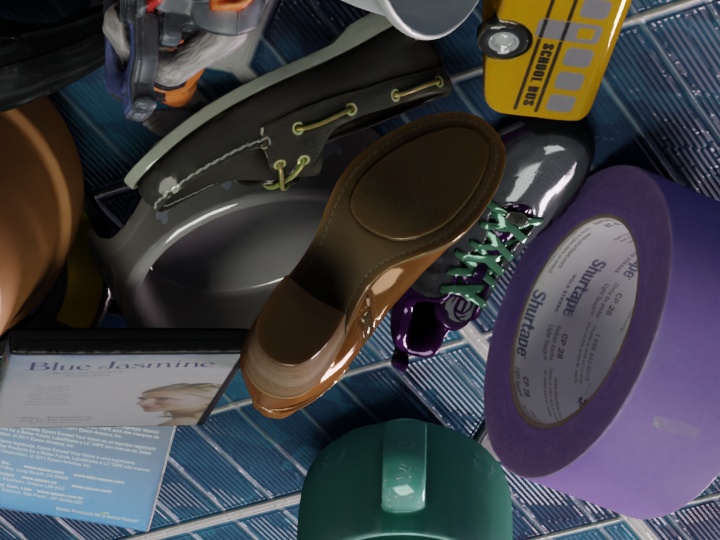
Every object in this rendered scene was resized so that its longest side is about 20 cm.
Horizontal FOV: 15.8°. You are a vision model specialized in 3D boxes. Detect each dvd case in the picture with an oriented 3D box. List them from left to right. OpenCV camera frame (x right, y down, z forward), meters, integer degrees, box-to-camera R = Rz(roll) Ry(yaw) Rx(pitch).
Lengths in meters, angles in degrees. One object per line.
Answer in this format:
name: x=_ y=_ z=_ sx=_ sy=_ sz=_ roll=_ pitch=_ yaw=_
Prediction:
dvd case: x=-0.152 y=0.068 z=1.592 sx=0.142 sy=0.018 sz=0.200 roll=1 pitch=164 yaw=-12

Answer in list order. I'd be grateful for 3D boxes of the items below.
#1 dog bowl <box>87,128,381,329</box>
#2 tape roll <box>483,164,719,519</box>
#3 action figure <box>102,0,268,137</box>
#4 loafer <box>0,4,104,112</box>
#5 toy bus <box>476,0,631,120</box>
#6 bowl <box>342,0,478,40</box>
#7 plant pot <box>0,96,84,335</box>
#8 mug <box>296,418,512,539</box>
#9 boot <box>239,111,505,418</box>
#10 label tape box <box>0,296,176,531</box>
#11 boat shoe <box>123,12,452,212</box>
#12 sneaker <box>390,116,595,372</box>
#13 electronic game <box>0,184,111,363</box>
dog bowl: x=-0.064 y=-0.013 z=1.577 sx=0.199 sy=0.059 sz=0.200 roll=-12 pitch=145 yaw=-8
tape roll: x=0.162 y=0.043 z=1.563 sx=0.085 sy=0.200 sz=0.200 roll=21 pitch=140 yaw=-22
action figure: x=-0.087 y=-0.170 z=1.343 sx=0.104 sy=0.201 sz=0.193 roll=1 pitch=175 yaw=-15
loafer: x=-0.218 y=-0.117 z=1.428 sx=0.200 sy=0.071 sz=0.068 roll=-24 pitch=-171 yaw=-33
toy bus: x=0.109 y=-0.168 z=1.393 sx=0.078 sy=0.065 sz=0.200 roll=7 pitch=143 yaw=-7
bowl: x=0.003 y=-0.215 z=1.251 sx=0.090 sy=0.201 sz=0.201 roll=7 pitch=147 yaw=24
plant pot: x=-0.266 y=-0.020 z=1.500 sx=0.199 sy=0.140 sz=0.201 roll=0 pitch=119 yaw=0
mug: x=0.040 y=0.168 z=1.812 sx=0.152 sy=0.115 sz=0.185 roll=22 pitch=139 yaw=-24
boot: x=0.000 y=0.000 z=1.509 sx=0.074 sy=0.200 sz=0.155 roll=44 pitch=166 yaw=8
label tape box: x=-0.190 y=0.069 z=1.724 sx=0.143 sy=0.066 sz=0.200 roll=10 pitch=119 yaw=-10
boat shoe: x=-0.036 y=-0.081 z=1.427 sx=0.201 sy=0.061 sz=0.072 roll=-32 pitch=177 yaw=-24
sneaker: x=0.081 y=-0.012 z=1.587 sx=0.074 sy=0.088 sz=0.200 roll=19 pitch=141 yaw=-21
electronic game: x=-0.253 y=-0.003 z=1.614 sx=0.199 sy=0.042 sz=0.201 roll=-2 pitch=122 yaw=-3
